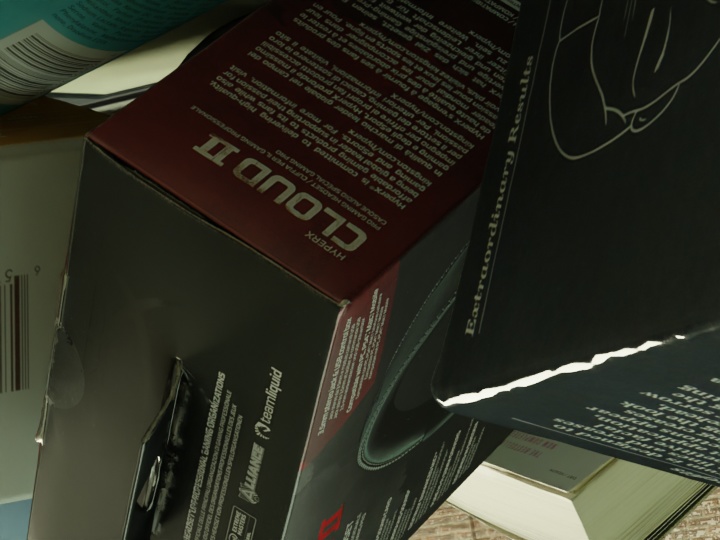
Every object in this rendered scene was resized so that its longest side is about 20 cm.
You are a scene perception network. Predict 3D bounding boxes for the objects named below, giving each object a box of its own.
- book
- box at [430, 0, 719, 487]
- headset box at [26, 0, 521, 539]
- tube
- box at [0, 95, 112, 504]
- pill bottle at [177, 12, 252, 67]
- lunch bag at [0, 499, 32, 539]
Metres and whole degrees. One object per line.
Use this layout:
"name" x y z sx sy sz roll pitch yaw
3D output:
"book" 0.119 0.031 1.039 0.200 0.048 0.133 -38 -149 -22
"box" 0.110 -0.043 0.462 0.107 0.149 0.200 17 165 -18
"headset box" 0.000 0.000 0.636 0.200 0.077 0.149 -42 157 -41
"tube" -0.032 -0.087 0.604 0.199 0.051 0.077 -18 -178 38
"box" -0.159 -0.004 0.721 0.124 0.098 0.200 -8 -164 -35
"pill bottle" -0.031 -0.040 0.969 0.106 0.107 0.200 -9 178 -10
"lunch bag" -0.080 0.045 0.789 0.150 0.094 0.200 -35 -160 -11
